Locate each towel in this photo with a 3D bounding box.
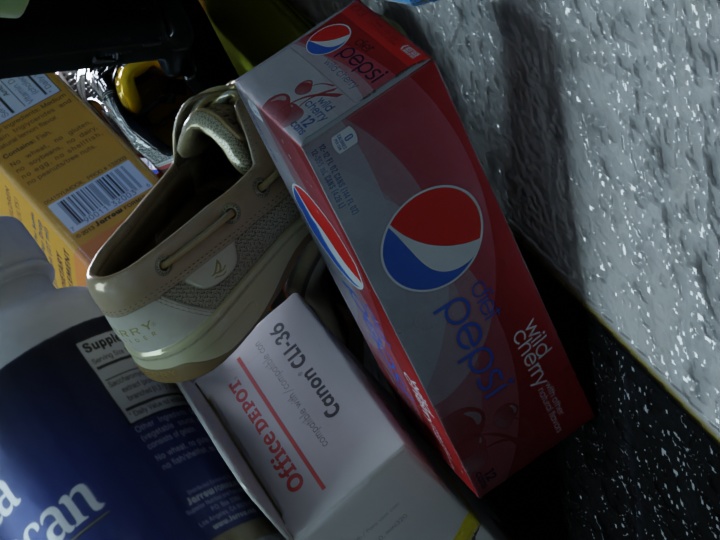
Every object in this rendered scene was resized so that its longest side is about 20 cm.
[{"bbox_3d":[-0.063,-0.134,1.219,0.200,0.018,0.086,50,156,43],"label":"towel"}]

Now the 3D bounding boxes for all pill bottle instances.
[{"bbox_3d":[-0.127,0.079,1.038,0.200,0.111,0.111,53,157,14],"label":"pill bottle"}]

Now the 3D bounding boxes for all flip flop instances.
[{"bbox_3d":[0.000,0.000,1.118,0.201,0.057,0.082,86,-168,-57],"label":"flip flop"}]

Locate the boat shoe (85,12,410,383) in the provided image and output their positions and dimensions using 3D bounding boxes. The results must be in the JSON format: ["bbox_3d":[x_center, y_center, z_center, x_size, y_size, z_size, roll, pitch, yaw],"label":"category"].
[{"bbox_3d":[-0.044,-0.047,0.997,0.072,0.200,0.065,3,138,45],"label":"boat shoe"}]

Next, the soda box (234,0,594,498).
[{"bbox_3d":[0.025,-0.006,0.963,0.070,0.063,0.201,44,166,51],"label":"soda box"}]

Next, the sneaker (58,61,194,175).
[{"bbox_3d":[-0.104,-0.099,1.252,0.200,0.078,0.082,40,169,41],"label":"sneaker"}]

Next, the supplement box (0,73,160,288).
[{"bbox_3d":[-0.164,-0.052,1.249,0.200,0.069,0.067,46,154,31],"label":"supplement box"}]

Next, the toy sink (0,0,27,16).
[{"bbox_3d":[-0.128,-0.176,0.942,0.130,0.111,0.202,-166,80,-66],"label":"toy sink"}]

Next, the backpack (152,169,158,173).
[{"bbox_3d":[-0.190,0.044,1.458,0.168,0.199,0.164,32,139,60],"label":"backpack"}]

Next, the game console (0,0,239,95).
[{"bbox_3d":[-0.133,-0.112,1.122,0.200,0.175,0.117,-119,26,-49],"label":"game console"}]

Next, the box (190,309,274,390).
[{"bbox_3d":[-0.048,0.079,1.172,0.200,0.048,0.118,-6,-102,-65],"label":"box"}]

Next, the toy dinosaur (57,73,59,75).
[{"bbox_3d":[-0.182,-0.101,1.365,0.201,0.105,0.182,57,-175,-19],"label":"toy dinosaur"}]

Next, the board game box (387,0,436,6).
[{"bbox_3d":[-0.020,-0.215,0.958,0.196,0.056,0.201,23,131,65],"label":"board game box"}]

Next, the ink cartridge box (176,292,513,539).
[{"bbox_3d":[-0.001,0.092,1.068,0.200,0.067,0.117,47,-177,-45],"label":"ink cartridge box"}]

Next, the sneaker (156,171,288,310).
[{"bbox_3d":[-0.055,0.037,1.308,0.092,0.075,0.201,88,160,-83],"label":"sneaker"}]
